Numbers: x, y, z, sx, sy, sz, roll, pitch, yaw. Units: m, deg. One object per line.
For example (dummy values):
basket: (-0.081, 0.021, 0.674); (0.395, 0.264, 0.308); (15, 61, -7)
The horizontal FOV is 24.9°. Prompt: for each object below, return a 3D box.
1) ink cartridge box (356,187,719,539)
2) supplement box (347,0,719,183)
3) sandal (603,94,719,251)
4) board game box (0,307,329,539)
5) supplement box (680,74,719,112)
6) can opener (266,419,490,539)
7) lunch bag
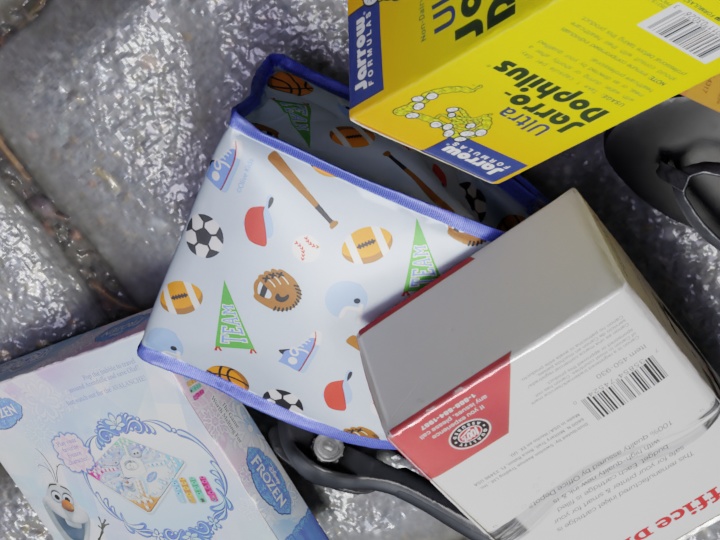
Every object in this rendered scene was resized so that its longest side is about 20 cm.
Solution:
ink cartridge box: (0.113, 0.075, 0.882); (0.146, 0.083, 0.200); (-33, 131, 12)
supplement box: (0.096, -0.138, 0.775); (0.109, 0.110, 0.199); (20, 148, -38)
sandal: (0.221, -0.030, 0.874); (0.199, 0.043, 0.076); (33, 123, 1)
board game box: (-0.145, 0.133, 1.078); (0.199, 0.043, 0.200); (-18, 111, 39)
supplement box: (0.249, -0.090, 0.818); (0.198, 0.067, 0.069); (25, 123, 7)
can opener: (0.036, 0.125, 1.026); (0.198, 0.079, 0.064); (20, 83, 6)
lunch bag: (0.000, 0.000, 0.922); (0.198, 0.124, 0.171); (24, 121, -2)
